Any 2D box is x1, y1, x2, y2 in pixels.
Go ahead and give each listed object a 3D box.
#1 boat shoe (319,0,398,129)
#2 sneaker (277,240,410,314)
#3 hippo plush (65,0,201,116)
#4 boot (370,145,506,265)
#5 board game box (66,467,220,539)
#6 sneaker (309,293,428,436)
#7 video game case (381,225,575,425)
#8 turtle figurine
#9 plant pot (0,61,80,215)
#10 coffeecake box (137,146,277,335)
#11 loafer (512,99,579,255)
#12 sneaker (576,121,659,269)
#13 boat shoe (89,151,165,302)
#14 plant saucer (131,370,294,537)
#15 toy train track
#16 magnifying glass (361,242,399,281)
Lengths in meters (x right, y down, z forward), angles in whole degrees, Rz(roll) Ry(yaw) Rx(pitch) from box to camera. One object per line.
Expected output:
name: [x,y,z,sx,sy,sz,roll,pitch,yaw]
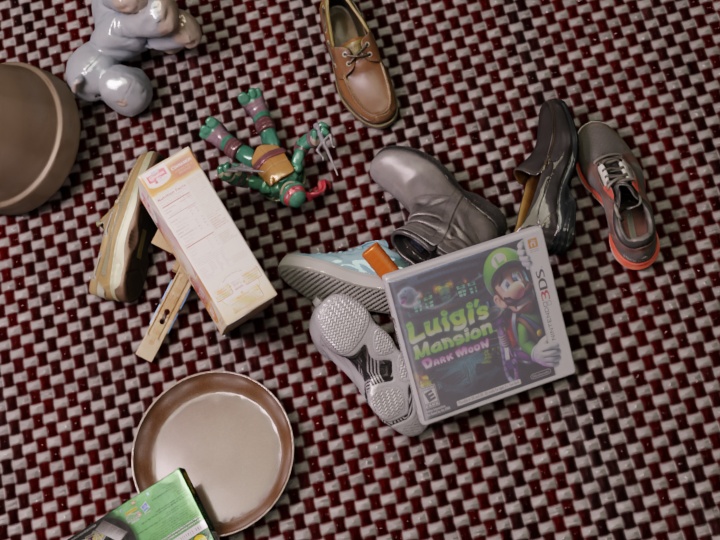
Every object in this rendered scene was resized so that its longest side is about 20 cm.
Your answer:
boat shoe: [-0.009,-0.279,1.750,0.071,0.068,0.201,-24,69,-4]
sneaker: [0.000,0.000,1.649,0.198,0.074,0.083,12,54,9]
hippo plush: [-0.323,-0.295,1.749,0.198,0.159,0.162,27,85,-3]
boot: [0.072,-0.070,1.623,0.199,0.070,0.132,31,43,18]
board game box: [-0.266,0.326,1.553,0.199,0.023,0.105,-32,70,6]
sneaker: [0.009,0.106,1.600,0.075,0.115,0.201,-39,104,-8]
video game case: [0.140,0.064,1.555,0.198,0.023,0.184,-17,101,-11]
turtle figurine: [-0.116,-0.141,1.696,0.149,0.101,0.200,-27,52,-19]
plant pot: [-0.484,-0.184,1.691,0.198,0.173,0.203,-4,79,23]
coffeecake box: [-0.185,-0.031,1.599,0.073,0.154,0.201,-31,88,-10]
loafer: [0.225,-0.121,1.649,0.071,0.073,0.202,7,68,-11]
sneaker: [0.319,-0.105,1.632,0.076,0.082,0.202,-19,68,0]
boat shoe: [-0.304,-0.061,1.709,0.075,0.072,0.202,6,70,22]
plant saucer: [-0.175,0.221,1.600,0.198,0.032,0.202,-2,69,6]
toy train track: [-0.227,0.021,1.683,0.114,0.033,0.202,27,80,-4]
magnifying glass: [0.074,0.050,1.585,0.079,0.022,0.200,-37,100,22]
